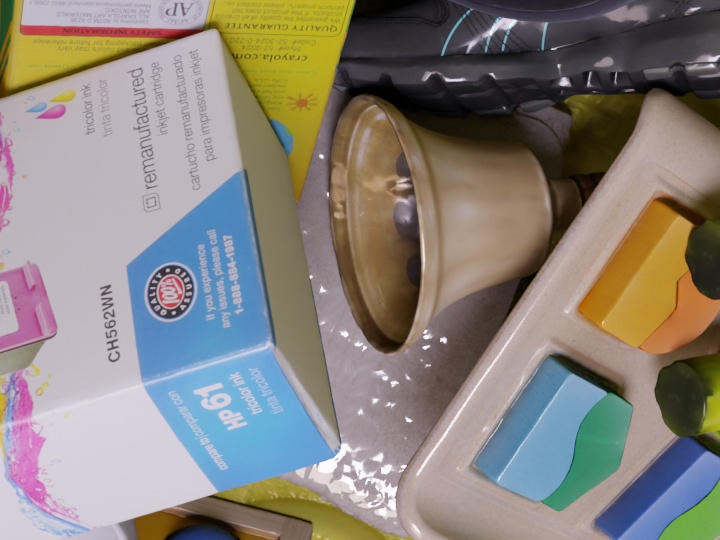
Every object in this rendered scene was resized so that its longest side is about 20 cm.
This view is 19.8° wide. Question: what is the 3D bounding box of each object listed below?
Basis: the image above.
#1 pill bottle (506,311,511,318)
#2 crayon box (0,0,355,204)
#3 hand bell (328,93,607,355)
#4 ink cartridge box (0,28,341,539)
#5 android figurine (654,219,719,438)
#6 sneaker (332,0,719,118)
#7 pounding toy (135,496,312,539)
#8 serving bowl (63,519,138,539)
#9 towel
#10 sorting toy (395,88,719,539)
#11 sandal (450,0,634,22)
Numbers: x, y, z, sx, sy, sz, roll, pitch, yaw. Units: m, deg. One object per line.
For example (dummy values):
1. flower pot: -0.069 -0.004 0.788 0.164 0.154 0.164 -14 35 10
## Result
1. pill bottle: 0.113 0.118 0.975 0.113 0.113 0.200 -1 128 17
2. crayon box: -0.075 -0.087 0.790 0.127 0.051 0.200 0 141 -16
3. hand bell: 0.097 -0.029 0.852 0.200 0.104 0.104 -7 135 -20
4. ink cartridge box: -0.122 0.018 0.750 0.200 0.145 0.085 -18 145 9
5. android figurine: 0.213 0.013 0.840 0.200 0.041 0.182 -5 118 -30
6. sneaker: 0.078 -0.106 0.830 0.200 0.075 0.079 -4 83 15
7. pounding toy: -0.144 0.189 1.060 0.200 0.184 0.142 14 131 5
8. serving bowl: -0.191 0.099 0.899 0.200 0.066 0.200 3 136 3
9. towel: 0.000 0.000 0.892 0.132 0.034 0.200 23 91 -4
10. sorting toy: 0.126 0.049 0.845 0.185 0.036 0.200 29 93 -41
11. sandal: 0.030 -0.141 0.790 0.200 0.076 0.043 9 169 19
